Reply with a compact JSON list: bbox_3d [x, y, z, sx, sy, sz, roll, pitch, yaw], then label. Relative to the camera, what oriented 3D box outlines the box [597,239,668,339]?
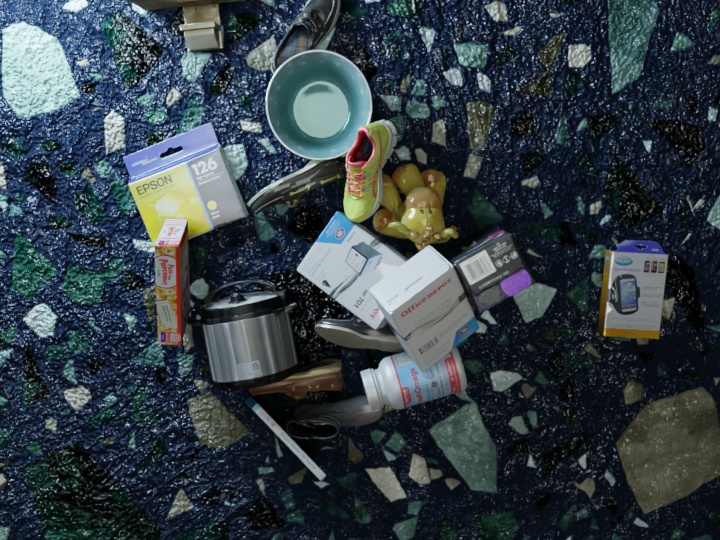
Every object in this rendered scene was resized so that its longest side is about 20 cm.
[{"bbox_3d":[0.561,0.038,1.439,0.118,0.041,0.201,4,95,-1],"label":"box"}]

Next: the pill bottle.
[{"bbox_3d":[0.106,0.216,1.412,0.199,0.109,0.109,-16,98,-3],"label":"pill bottle"}]

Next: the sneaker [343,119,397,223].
[{"bbox_3d":[-0.001,-0.184,1.298,0.078,0.090,0.201,24,111,29],"label":"sneaker"}]

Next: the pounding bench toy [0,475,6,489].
[{"bbox_3d":[-0.846,0.415,1.422,0.199,0.124,0.157,-23,97,2],"label":"pounding bench toy"}]

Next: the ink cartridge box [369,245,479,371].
[{"bbox_3d":[0.124,0.073,1.314,0.144,0.084,0.200,-36,135,-7],"label":"ink cartridge box"}]

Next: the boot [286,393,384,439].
[{"bbox_3d":[-0.046,0.306,1.417,0.199,0.132,0.070,-8,97,0],"label":"boot"}]

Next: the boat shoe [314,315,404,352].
[{"bbox_3d":[0.007,0.121,1.440,0.199,0.073,0.063,9,59,2],"label":"boat shoe"}]

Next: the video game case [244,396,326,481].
[{"bbox_3d":[-0.155,0.338,1.416,0.018,0.143,0.200,-44,97,-14],"label":"video game case"}]

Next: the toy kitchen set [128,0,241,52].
[{"bbox_3d":[-0.326,-0.499,1.277,0.199,0.180,0.164,-5,99,4],"label":"toy kitchen set"}]

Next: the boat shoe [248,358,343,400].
[{"bbox_3d":[-0.131,0.235,1.436,0.199,0.072,0.068,-11,96,-2],"label":"boat shoe"}]

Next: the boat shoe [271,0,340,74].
[{"bbox_3d":[-0.108,-0.460,1.344,0.070,0.066,0.200,39,96,-6],"label":"boat shoe"}]

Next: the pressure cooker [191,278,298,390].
[{"bbox_3d":[-0.216,0.117,1.362,0.175,0.178,0.201,-15,97,-41],"label":"pressure cooker"}]

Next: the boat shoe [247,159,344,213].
[{"bbox_3d":[-0.127,-0.162,1.382,0.201,0.072,0.061,-31,93,1],"label":"boat shoe"}]

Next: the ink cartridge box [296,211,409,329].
[{"bbox_3d":[0.000,0.000,1.380,0.200,0.086,0.147,36,96,11],"label":"ink cartridge box"}]

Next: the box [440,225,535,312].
[{"bbox_3d":[0.240,-0.008,1.344,0.122,0.200,0.106,-28,97,3],"label":"box"}]

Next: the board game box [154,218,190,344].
[{"bbox_3d":[-0.359,0.019,1.339,0.046,0.152,0.201,1,113,-8],"label":"board game box"}]

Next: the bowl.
[{"bbox_3d":[-0.078,-0.314,1.346,0.200,0.105,0.202,0,98,-1],"label":"bowl"}]

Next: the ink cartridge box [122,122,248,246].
[{"bbox_3d":[-0.352,-0.166,1.392,0.197,0.047,0.201,-21,100,3],"label":"ink cartridge box"}]

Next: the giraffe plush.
[{"bbox_3d":[0.110,-0.105,1.348,0.172,0.162,0.201,-22,97,2],"label":"giraffe plush"}]
